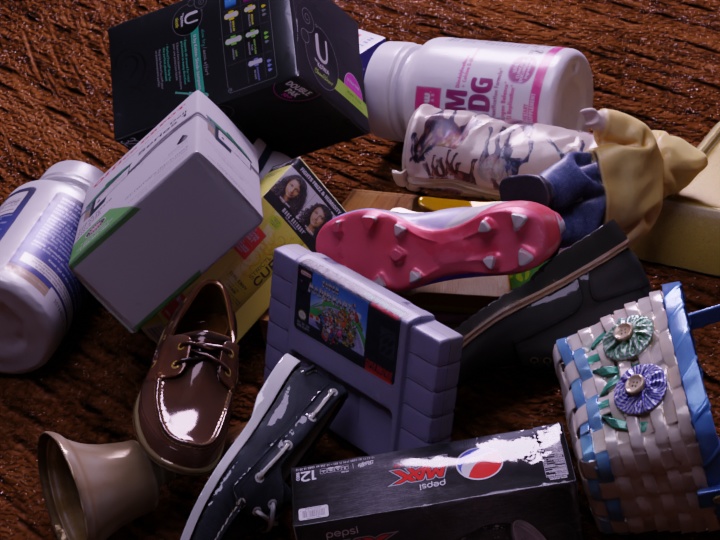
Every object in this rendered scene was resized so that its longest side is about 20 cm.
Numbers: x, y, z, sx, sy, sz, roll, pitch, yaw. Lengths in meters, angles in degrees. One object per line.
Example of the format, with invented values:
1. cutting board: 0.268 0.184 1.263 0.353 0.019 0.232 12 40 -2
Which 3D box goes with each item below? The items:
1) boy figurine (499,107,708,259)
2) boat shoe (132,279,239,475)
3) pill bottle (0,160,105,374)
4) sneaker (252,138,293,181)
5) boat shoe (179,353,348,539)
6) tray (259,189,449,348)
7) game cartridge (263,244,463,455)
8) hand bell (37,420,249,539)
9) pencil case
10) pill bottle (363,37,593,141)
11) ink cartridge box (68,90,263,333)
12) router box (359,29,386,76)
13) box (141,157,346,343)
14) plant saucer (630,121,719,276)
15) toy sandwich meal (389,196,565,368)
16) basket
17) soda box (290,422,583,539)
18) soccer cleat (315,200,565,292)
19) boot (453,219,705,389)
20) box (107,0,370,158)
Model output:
1. boy figurine: 0.206 -0.077 1.377 0.199 0.125 0.064 -24 19 -35
2. boat shoe: -0.127 0.076 1.268 0.072 0.068 0.200 15 29 -9
3. pill bottle: -0.286 -0.010 1.499 0.110 0.111 0.200 1 37 18
4. sneaker: -0.100 -0.029 1.509 0.080 0.076 0.201 32 57 -11
5. boat shoe: -0.073 0.153 1.231 0.060 0.076 0.201 25 66 7
6. tray: 0.000 0.000 1.468 0.098 0.037 0.200 7 38 24
7. game cartridge: -0.004 0.069 1.289 0.038 0.130 0.200 -18 31 -36
8. hand bell: -0.133 0.147 1.277 0.199 0.105 0.104 -14 33 -26
9. pencil case: 0.132 -0.091 1.486 0.199 0.078 0.090 11 49 9
10. pill bottle: 0.110 -0.162 1.595 0.199 0.114 0.113 9 40 28
11. ink cartridge box: -0.161 -0.055 1.407 0.146 0.084 0.200 -41 19 9
12. router box: -0.099 -0.202 1.769 0.179 0.049 0.200 24 48 40
13. box: -0.100 -0.004 1.431 0.200 0.075 0.050 -48 16 -28
14. plant saucer: 0.352 -0.067 1.449 0.199 0.049 0.200 14 43 32
15. toy sandwich meal: 0.103 -0.002 1.382 0.204 0.070 0.206 -2 44 2
16. basket: 0.243 0.095 1.168 0.199 0.140 0.177 -13 41 5
17. soda box: 0.053 0.168 1.183 0.199 0.071 0.063 -9 34 3
18. soccer cleat: 0.062 -0.021 1.308 0.199 0.067 0.076 -5 4 27
19. boot: 0.150 0.073 1.277 0.200 0.139 0.077 -35 -4 3
20. box: -0.114 -0.178 1.576 0.199 0.148 0.125 -16 67 22
